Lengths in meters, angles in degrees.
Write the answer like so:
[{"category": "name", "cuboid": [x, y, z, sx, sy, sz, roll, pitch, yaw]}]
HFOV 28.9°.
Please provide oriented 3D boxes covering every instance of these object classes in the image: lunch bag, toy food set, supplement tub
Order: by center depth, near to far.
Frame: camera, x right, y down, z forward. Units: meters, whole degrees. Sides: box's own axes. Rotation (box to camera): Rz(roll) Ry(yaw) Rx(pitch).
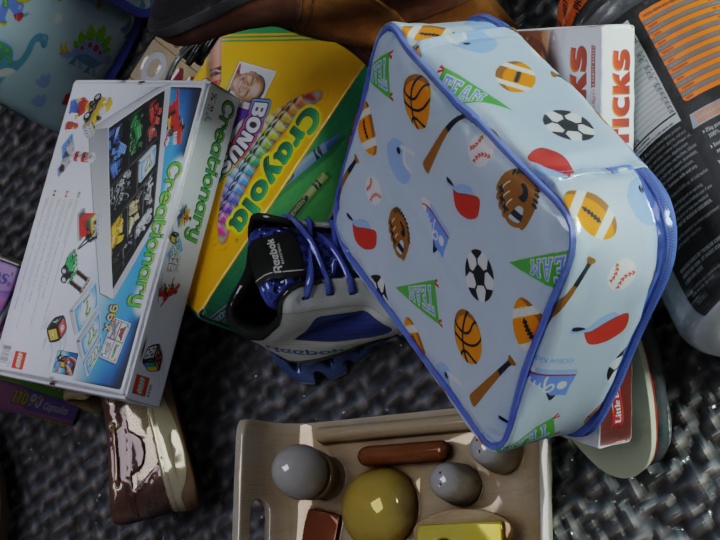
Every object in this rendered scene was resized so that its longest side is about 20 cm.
[{"category": "lunch bag", "cuboid": [0.058, -0.020, 0.673, 0.200, 0.075, 0.161, 56, 145, 41]}, {"category": "supplement tub", "cuboid": [0.179, -0.069, 0.698, 0.122, 0.122, 0.201, -32, 60, 22]}, {"category": "toy food set", "cuboid": [0.016, 0.146, 0.777, 0.199, 0.060, 0.145, -9, 71, 29]}, {"category": "lunch bag", "cuboid": [-0.236, -0.220, 0.996, 0.127, 0.170, 0.201, 31, 92, 37]}]

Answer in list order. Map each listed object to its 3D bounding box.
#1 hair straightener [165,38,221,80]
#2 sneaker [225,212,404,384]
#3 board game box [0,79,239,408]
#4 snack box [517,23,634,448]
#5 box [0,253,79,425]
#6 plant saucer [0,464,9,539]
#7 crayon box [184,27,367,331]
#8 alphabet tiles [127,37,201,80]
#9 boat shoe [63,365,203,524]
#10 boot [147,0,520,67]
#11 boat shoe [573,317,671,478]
[{"category": "hair straightener", "cuboid": [-0.082, -0.182, 0.929, 0.041, 0.077, 0.200, 41, 95, 34]}, {"category": "sneaker", "cuboid": [-0.001, 0.000, 0.803, 0.199, 0.115, 0.081, -29, 62, 24]}, {"category": "board game box", "cuboid": [-0.156, -0.021, 0.881, 0.126, 0.035, 0.201, 7, 78, 37]}, {"category": "snack box", "cuboid": [0.104, -0.019, 0.691, 0.072, 0.024, 0.202, 12, 105, 57]}, {"category": "box", "cuboid": [-0.306, 0.019, 0.966, 0.199, 0.176, 0.097, 17, 85, 36]}, {"category": "plant saucer", "cuboid": [-0.326, 0.191, 1.018, 0.199, 0.029, 0.202, -11, 69, 31]}, {"category": "crayon box", "cuboid": [-0.066, -0.075, 0.897, 0.119, 0.058, 0.201, 39, 98, 36]}, {"category": "alphabet tiles", "cuboid": [-0.097, -0.104, 0.968, 0.200, 0.008, 0.168, 39, 99, 35]}, {"category": "boat shoe", "cuboid": [-0.160, 0.068, 0.906, 0.071, 0.072, 0.201, -17, 69, -5]}, {"category": "boot", "cuboid": [0.003, -0.123, 0.794, 0.187, 0.200, 0.069, -23, 47, 22]}, {"category": "boat shoe", "cuboid": [0.125, 0.009, 0.745, 0.071, 0.062, 0.201, -32, 72, 43]}]
